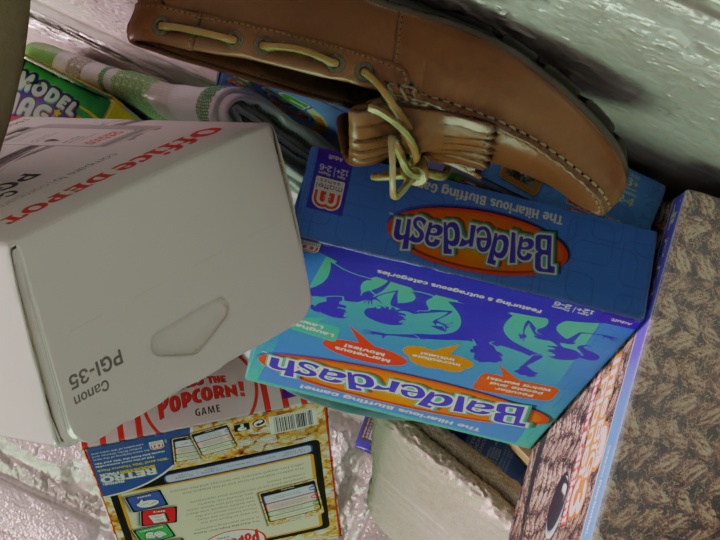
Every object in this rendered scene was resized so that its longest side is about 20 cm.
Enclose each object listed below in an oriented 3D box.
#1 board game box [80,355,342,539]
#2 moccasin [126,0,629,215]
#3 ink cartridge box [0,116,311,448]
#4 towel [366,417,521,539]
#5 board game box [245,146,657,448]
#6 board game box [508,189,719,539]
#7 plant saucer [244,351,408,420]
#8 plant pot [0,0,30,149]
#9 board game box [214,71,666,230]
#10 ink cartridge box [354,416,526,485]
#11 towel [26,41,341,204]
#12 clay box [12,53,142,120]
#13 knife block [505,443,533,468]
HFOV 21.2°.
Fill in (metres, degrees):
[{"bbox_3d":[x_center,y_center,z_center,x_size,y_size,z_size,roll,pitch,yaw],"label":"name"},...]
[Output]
[{"bbox_3d":[-0.092,0.126,1.228,0.150,0.047,0.201,-11,148,-5],"label":"board game box"},{"bbox_3d":[0.008,-0.067,0.736,0.200,0.078,0.074,25,172,-10],"label":"moccasin"},{"bbox_3d":[-0.140,-0.004,0.777,0.199,0.083,0.146,4,-156,41],"label":"ink cartridge box"},{"bbox_3d":[0.081,0.169,1.208,0.200,0.034,0.133,38,148,25],"label":"towel"},{"bbox_3d":[0.033,0.019,0.876,0.151,0.045,0.200,13,158,-4],"label":"board game box"},{"bbox_3d":[0.148,0.066,0.878,0.096,0.161,0.200,17,172,-3],"label":"board game box"},{"bbox_3d":[0.025,0.039,1.029,0.198,0.028,0.201,3,153,2],"label":"plant saucer"},{"bbox_3d":[-0.199,-0.135,0.691,0.199,0.135,0.200,23,172,3],"label":"plant pot"},{"bbox_3d":[0.028,-0.058,0.890,0.199,0.037,0.151,24,174,-5],"label":"board game box"},{"bbox_3d":[0.083,0.089,1.337,0.076,0.137,0.199,13,167,45],"label":"ink cartridge box"},{"bbox_3d":[-0.065,-0.064,0.932,0.149,0.031,0.199,34,173,-37],"label":"towel"},{"bbox_3d":[-0.140,-0.060,0.947,0.114,0.048,0.200,26,175,27],"label":"clay box"},{"bbox_3d":[0.144,0.120,1.181,0.200,0.064,0.176,47,178,32],"label":"knife block"}]
